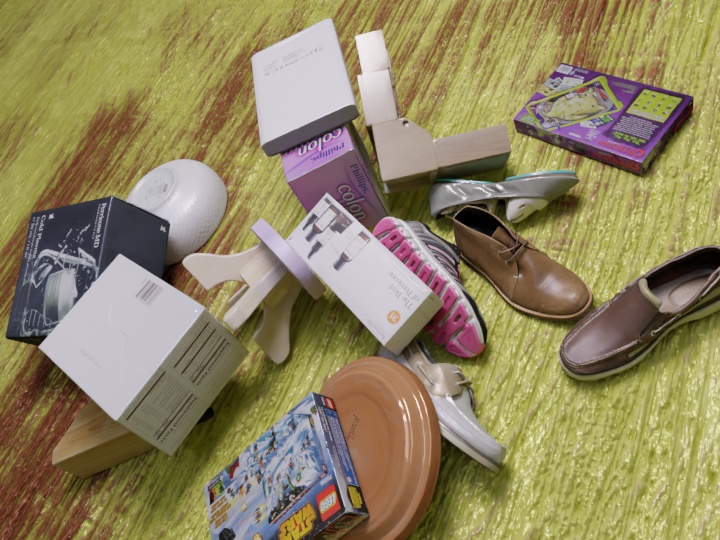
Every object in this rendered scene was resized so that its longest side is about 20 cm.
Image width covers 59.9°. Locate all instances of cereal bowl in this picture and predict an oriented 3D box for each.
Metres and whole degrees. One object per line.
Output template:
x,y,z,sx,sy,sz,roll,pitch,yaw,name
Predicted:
-0.330,-0.113,1.066,0.196,0.084,0.203,-14,52,18,cereal bowl

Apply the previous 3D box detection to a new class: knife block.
-0.290,0.205,0.833,0.173,0.064,0.202,16,66,35,knife block

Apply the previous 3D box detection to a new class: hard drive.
-0.079,-0.249,0.837,0.130,0.027,0.203,-21,50,10,hard drive

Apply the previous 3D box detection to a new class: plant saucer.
-0.001,0.192,0.668,0.198,0.032,0.204,-22,57,39,plant saucer

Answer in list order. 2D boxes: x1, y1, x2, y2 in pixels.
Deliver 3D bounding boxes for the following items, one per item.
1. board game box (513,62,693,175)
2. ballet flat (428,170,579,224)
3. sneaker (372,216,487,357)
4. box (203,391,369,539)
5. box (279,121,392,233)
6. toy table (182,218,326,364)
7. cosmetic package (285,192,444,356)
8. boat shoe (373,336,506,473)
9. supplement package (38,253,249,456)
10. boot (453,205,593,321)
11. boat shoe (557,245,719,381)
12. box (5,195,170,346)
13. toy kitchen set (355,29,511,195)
0.320,-0.209,0.840,0.120,0.032,0.199,-45,49,-13,board game box
0.183,-0.090,0.814,0.196,0.067,0.065,0,85,28,ballet flat
0.099,0.012,0.764,0.201,0.086,0.074,54,132,23,sneaker
-0.088,0.248,0.676,0.200,0.040,0.138,-42,46,21,box
-0.041,-0.152,0.884,0.095,0.177,0.202,-24,50,8,box
-0.129,0.017,0.819,0.117,0.200,0.184,-43,88,-4,toy table
0.000,0.000,0.740,0.083,0.051,0.200,-48,58,3,cosmetic package
0.089,0.134,0.685,0.069,0.075,0.199,-48,49,-5,boat shoe
-0.270,0.099,0.784,0.198,0.111,0.157,24,68,36,supplement package
0.182,-0.011,0.740,0.074,0.076,0.199,-45,51,-11,boot
0.292,0.037,0.650,0.200,0.075,0.075,-34,49,2,boat shoe
-0.410,0.013,0.948,0.193,0.124,0.204,-5,72,28,box
0.097,-0.222,0.894,0.177,0.163,0.204,-11,83,4,toy kitchen set
